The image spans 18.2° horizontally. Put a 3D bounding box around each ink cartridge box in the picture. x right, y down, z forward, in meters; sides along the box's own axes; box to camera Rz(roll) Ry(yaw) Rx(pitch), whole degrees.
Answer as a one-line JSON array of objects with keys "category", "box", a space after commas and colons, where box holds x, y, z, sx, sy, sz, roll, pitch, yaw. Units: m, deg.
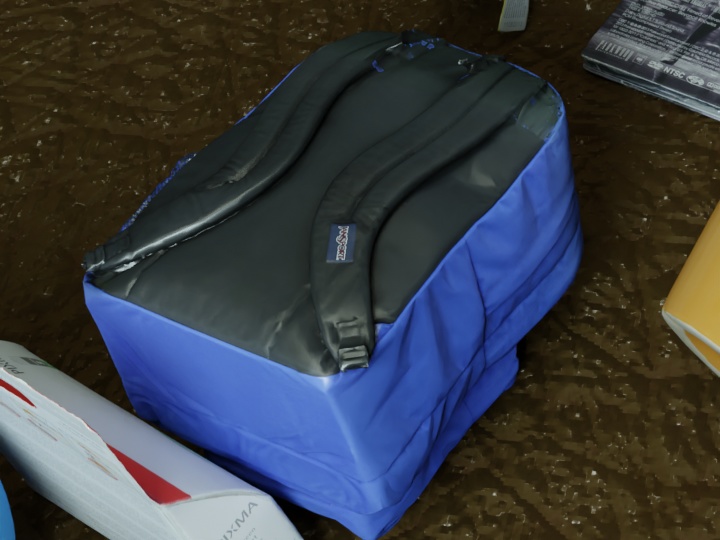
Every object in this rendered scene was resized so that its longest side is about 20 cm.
[{"category": "ink cartridge box", "box": [-0.116, 0.066, 0.962, 0.161, 0.200, 0.050, 27, 68, 33]}]

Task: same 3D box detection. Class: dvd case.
[{"category": "dvd case", "box": [0.225, -0.151, 1.131, 0.148, 0.016, 0.200, 25, 66, 33]}]

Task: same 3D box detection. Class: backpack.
[{"category": "backpack", "box": [0.000, 0.000, 0.995, 0.162, 0.168, 0.200, 22, 58, 28]}]

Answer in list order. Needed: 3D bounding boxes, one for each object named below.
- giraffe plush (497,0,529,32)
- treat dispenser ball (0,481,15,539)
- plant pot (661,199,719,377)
[{"category": "giraffe plush", "box": [0.046, -0.243, 1.197, 0.162, 0.172, 0.201, 24, 99, 43]}, {"category": "treat dispenser ball", "box": [-0.246, 0.130, 0.958, 0.200, 0.201, 0.202, -9, 52, 12]}, {"category": "plant pot", "box": [0.229, -0.011, 0.925, 0.183, 0.200, 0.200, -50, 53, 0]}]
